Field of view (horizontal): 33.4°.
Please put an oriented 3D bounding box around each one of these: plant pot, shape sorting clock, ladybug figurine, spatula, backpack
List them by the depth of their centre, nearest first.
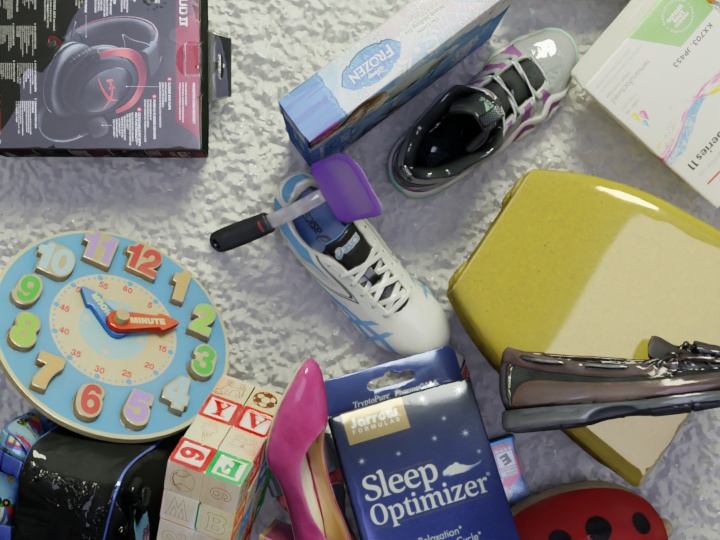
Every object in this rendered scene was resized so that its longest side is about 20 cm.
[{"bbox_3d":[-0.222,0.217,0.959,0.133,0.183,0.203,14,102,6],"label":"backpack"},{"bbox_3d":[-0.198,0.047,0.964,0.199,0.201,0.039,33,129,-3],"label":"shape sorting clock"},{"bbox_3d":[0.180,0.024,0.967,0.199,0.194,0.197,35,89,3],"label":"plant pot"},{"bbox_3d":[-0.060,-0.047,0.973,0.199,0.021,0.057,-19,106,41],"label":"spatula"},{"bbox_3d":[0.181,0.252,1.007,0.198,0.072,0.137,-23,92,-15],"label":"ladybug figurine"}]

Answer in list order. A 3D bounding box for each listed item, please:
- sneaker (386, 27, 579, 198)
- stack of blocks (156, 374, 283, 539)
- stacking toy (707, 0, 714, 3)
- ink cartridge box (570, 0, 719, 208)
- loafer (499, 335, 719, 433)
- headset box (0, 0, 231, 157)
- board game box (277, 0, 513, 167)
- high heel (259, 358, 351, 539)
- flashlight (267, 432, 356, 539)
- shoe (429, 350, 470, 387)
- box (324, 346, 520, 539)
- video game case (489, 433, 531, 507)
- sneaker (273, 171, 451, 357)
[{"bbox_3d":[0.110,-0.132,0.981,0.200,0.140,0.078,-42,92,-1],"label":"sneaker"},{"bbox_3d":[-0.118,0.201,0.956,0.058,0.115,0.202,18,121,6],"label":"stack of blocks"},{"bbox_3d":[0.220,-0.272,1.015,0.197,0.110,0.117,16,105,-13],"label":"stacking toy"},{"bbox_3d":[0.287,-0.138,0.997,0.199,0.067,0.117,38,104,-14],"label":"ink cartridge box"},{"bbox_3d":[0.194,0.072,0.839,0.197,0.072,0.064,-9,79,8],"label":"loafer"},{"bbox_3d":[-0.206,-0.170,1.001,0.197,0.075,0.151,-1,91,-2],"label":"headset box"},{"bbox_3d":[0.028,-0.162,0.948,0.198,0.200,0.044,-38,90,-1],"label":"board game box"},{"bbox_3d":[-0.025,0.168,0.922,0.095,0.067,0.203,16,109,17],"label":"high heel"},{"bbox_3d":[-0.016,0.242,1.012,0.067,0.068,0.202,-21,86,-46],"label":"flashlight"},{"bbox_3d":[0.072,0.171,0.999,0.090,0.072,0.202,23,69,-1],"label":"shoe"},{"bbox_3d":[0.048,0.165,0.946,0.120,0.032,0.202,-15,73,-7],"label":"box"},{"bbox_3d":[0.094,0.260,1.045,0.141,0.018,0.203,-16,91,-3],"label":"video game case"},{"bbox_3d":[0.000,0.000,1.013,0.072,0.072,0.200,-44,93,-3],"label":"sneaker"}]
